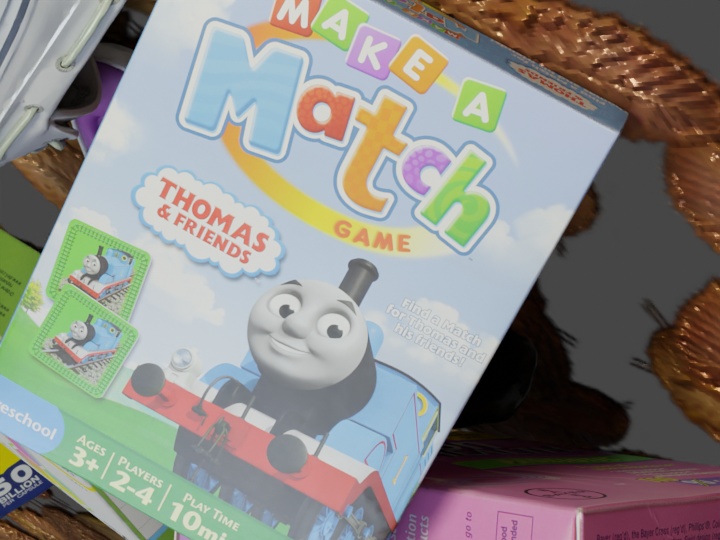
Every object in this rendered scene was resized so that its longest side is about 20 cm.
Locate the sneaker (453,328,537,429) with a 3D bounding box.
[{"bbox_3d":[0.000,0.000,0.739,0.087,0.074,0.200,4,149,43],"label":"sneaker"}]

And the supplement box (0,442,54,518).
[{"bbox_3d":[-0.261,0.054,1.019,0.110,0.109,0.200,52,175,44],"label":"supplement box"}]

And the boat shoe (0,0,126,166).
[{"bbox_3d":[-0.129,-0.067,0.724,0.067,0.074,0.200,15,149,-18],"label":"boat shoe"}]

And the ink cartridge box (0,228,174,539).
[{"bbox_3d":[-0.116,0.088,0.972,0.148,0.076,0.200,29,159,40],"label":"ink cartridge box"}]

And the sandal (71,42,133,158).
[{"bbox_3d":[-0.088,-0.018,0.820,0.082,0.050,0.203,24,154,11],"label":"sandal"}]

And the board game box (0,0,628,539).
[{"bbox_3d":[-0.025,-0.001,0.660,0.151,0.037,0.200,29,110,3],"label":"board game box"}]

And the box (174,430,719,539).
[{"bbox_3d":[0.057,0.122,0.773,0.200,0.097,0.176,3,180,43],"label":"box"}]
